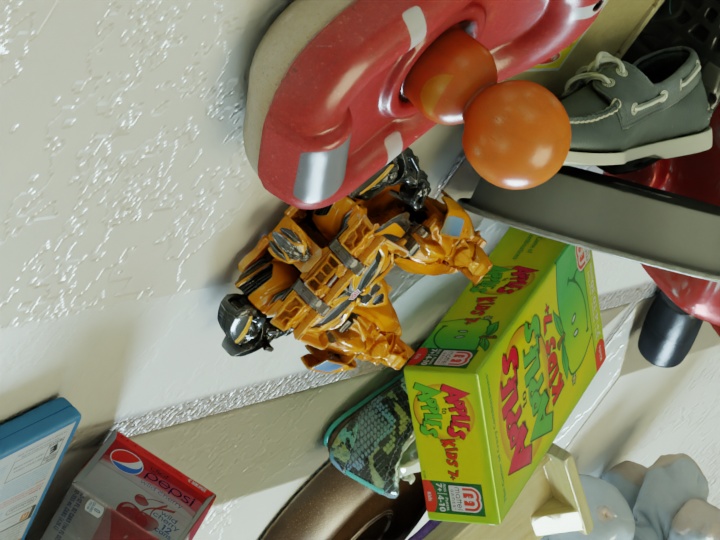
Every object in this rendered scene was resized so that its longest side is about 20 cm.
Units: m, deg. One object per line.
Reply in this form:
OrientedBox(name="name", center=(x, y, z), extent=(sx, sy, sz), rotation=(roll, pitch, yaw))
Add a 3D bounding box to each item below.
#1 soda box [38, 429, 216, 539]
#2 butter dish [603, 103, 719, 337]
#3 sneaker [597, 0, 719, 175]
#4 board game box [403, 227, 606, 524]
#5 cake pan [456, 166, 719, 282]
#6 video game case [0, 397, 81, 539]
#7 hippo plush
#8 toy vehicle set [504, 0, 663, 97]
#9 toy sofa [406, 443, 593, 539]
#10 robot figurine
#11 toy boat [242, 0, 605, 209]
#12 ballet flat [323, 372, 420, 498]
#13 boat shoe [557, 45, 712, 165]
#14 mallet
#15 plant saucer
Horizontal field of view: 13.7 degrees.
OrientedBox(name="soda box", center=(-0.155, 0.186, 1.615), extent=(0.200, 0.070, 0.063), rotation=(-58, 178, 31))
OrientedBox(name="butter dish", center=(0.217, -0.059, 1.849), extent=(0.148, 0.200, 0.200), rotation=(7, 128, -36))
OrientedBox(name="sneaker", center=(0.206, -0.138, 1.775), extent=(0.200, 0.075, 0.079), rotation=(-52, 163, 15))
OrientedBox(name="board game box", center=(0.089, 0.056, 1.792), extent=(0.200, 0.048, 0.102), rotation=(-51, 138, -54))
OrientedBox(name="cake pan", center=(0.155, -0.029, 1.709), extent=(0.200, 0.200, 0.037), rotation=(3, 103, -67))
OrientedBox(name="video game case", center=(-0.224, 0.158, 1.508), extent=(0.143, 0.018, 0.200), rotation=(-27, 153, -48))
OrientedBox(name="hippo plush", center=(0.187, 0.232, 2.443), extent=(0.161, 0.159, 0.200), rotation=(14, 105, -35))
OrientedBox(name="toy vehicle set", center=(0.109, -0.143, 1.621), extent=(0.124, 0.027, 0.200), rotation=(-54, 161, 19))
OrientedBox(name="toy sofa", center=(0.053, 0.188, 2.017), extent=(0.200, 0.098, 0.083), rotation=(-40, 136, -21))
OrientedBox(name="robot figurine", center=(0.000, 0.000, 1.615), extent=(0.145, 0.058, 0.200), rotation=(-49, 162, 10))
OrientedBox(name="toy boat", center=(0.048, -0.090, 1.426), extent=(0.200, 0.131, 0.131), rotation=(-39, 160, -24))
OrientedBox(name="ballet flat", center=(0.066, 0.073, 1.901), extent=(0.200, 0.074, 0.074), rotation=(-41, 161, -19))
OrientedBox(name="boat shoe", center=(0.130, -0.091, 1.661), extent=(0.200, 0.073, 0.062), rotation=(-9, 103, -52))
OrientedBox(name="mallet", center=(0.282, -0.003, 2.289), extent=(0.200, 0.041, 0.066), rotation=(-41, 159, -33))
OrientedBox(name="plant saucer", center=(-0.007, 0.172, 2.000), extent=(0.200, 0.032, 0.200), rotation=(-42, 162, -17))
